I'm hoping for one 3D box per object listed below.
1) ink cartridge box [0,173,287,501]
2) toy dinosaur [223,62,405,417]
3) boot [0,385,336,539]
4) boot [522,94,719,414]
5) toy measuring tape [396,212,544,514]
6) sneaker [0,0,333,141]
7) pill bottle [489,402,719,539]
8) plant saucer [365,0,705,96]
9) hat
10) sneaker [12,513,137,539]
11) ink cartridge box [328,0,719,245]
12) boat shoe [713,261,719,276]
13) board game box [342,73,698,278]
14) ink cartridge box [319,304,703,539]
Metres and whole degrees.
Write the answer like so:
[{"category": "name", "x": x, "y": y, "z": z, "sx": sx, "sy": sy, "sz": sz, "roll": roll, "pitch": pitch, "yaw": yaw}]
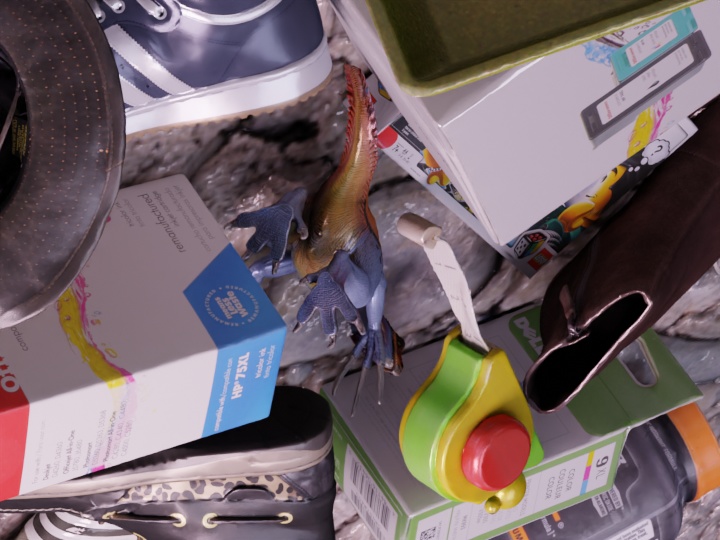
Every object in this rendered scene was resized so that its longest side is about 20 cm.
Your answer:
[{"category": "ink cartridge box", "x": -0.150, "y": 0.036, "z": 1.403, "sx": 0.199, "sy": 0.116, "sz": 0.068, "roll": -16, "pitch": 142, "yaw": -28}, {"category": "toy dinosaur", "x": 0.000, "y": 0.000, "z": 1.511, "sx": 0.200, "sy": 0.105, "sz": 0.181, "roll": -54, "pitch": 169, "yaw": 14}, {"category": "boot", "x": -0.099, "y": 0.139, "z": 1.525, "sx": 0.198, "sy": 0.073, "sz": 0.151, "roll": -8, "pitch": 123, "yaw": 8}, {"category": "boot", "x": 0.173, "y": -0.013, "z": 1.601, "sx": 0.200, "sy": 0.072, "sz": 0.166, "roll": -45, "pitch": -174, "yaw": 24}, {"category": "toy measuring tape", "x": 0.043, "y": 0.062, "z": 1.548, "sx": 0.073, "sy": 0.074, "sz": 0.201, "roll": -31, "pitch": 129, "yaw": -7}, {"category": "sneaker", "x": -0.116, "y": -0.112, "z": 1.303, "sx": 0.199, "sy": 0.070, "sz": 0.109, "roll": -14, "pitch": 126, "yaw": -6}, {"category": "pill bottle", "x": 0.122, "y": 0.143, "z": 1.783, "sx": 0.199, "sy": 0.106, "sz": 0.107, "roll": -27, "pitch": 145, "yaw": -14}, {"category": "plant saucer", "x": 0.081, "y": -0.176, "z": 1.259, "sx": 0.199, "sy": 0.201, "sz": 0.048, "roll": -19, "pitch": 154, "yaw": -4}, {"category": "hat", "x": -0.190, "y": -0.066, "z": 1.251, "sx": 0.201, "sy": 0.201, "sz": 0.081, "roll": -45, "pitch": -178, "yaw": 13}, {"category": "sneaker", "x": -0.102, "y": 0.158, "z": 1.630, "sx": 0.200, "sy": 0.076, "sz": 0.115, "roll": 19, "pitch": 120, "yaw": -48}, {"category": "ink cartridge box", "x": 0.093, "y": -0.144, "z": 1.363, "sx": 0.199, "sy": 0.147, "sz": 0.146, "roll": -35, "pitch": 154, "yaw": -1}, {"category": "boat shoe", "x": 0.252, "y": -0.018, "z": 1.742, "sx": 0.086, "sy": 0.075, "sz": 0.202, "roll": -31, "pitch": 156, "yaw": -2}, {"category": "board game box", "x": 0.088, "y": -0.082, "z": 1.545, "sx": 0.126, "sy": 0.035, "sz": 0.200, "roll": -42, "pitch": 146, "yaw": 7}, {"category": "ink cartridge box", "x": 0.084, "y": 0.087, "z": 1.683, "sx": 0.199, "sy": 0.104, "sz": 0.060, "roll": -20, "pitch": 144, "yaw": -22}]
